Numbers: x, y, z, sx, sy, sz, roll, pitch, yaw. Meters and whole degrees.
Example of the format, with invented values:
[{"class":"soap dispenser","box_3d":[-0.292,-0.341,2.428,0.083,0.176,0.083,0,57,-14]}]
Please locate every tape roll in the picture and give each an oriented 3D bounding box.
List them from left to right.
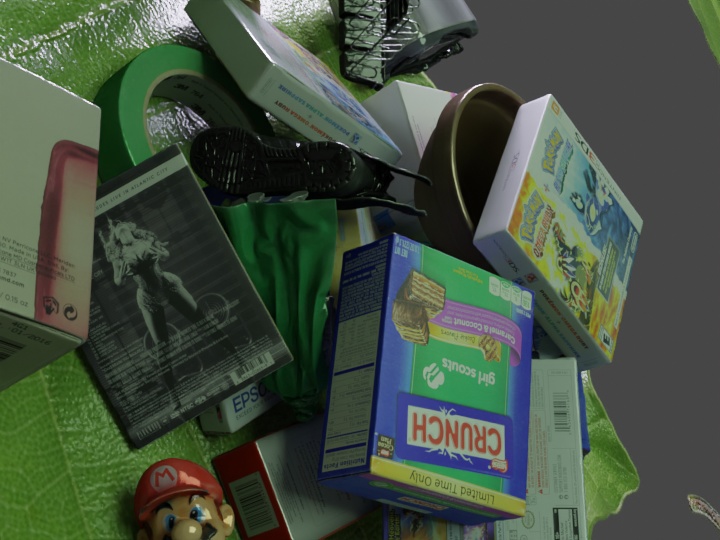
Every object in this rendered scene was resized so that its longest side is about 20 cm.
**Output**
[{"class":"tape roll","box_3d":[-0.157,-0.109,1.169,0.199,0.048,0.203,29,49,-38]}]

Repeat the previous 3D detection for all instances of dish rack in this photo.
[{"class":"dish rack","box_3d":[0.026,-0.289,1.290,0.054,0.200,0.156,2,77,-20]}]

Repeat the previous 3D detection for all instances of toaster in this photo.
[{"class":"toaster","box_3d":[0.053,-0.306,1.485,0.199,0.113,0.130,-28,89,-52]}]

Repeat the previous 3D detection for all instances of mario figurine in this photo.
[{"class":"mario figurine","box_3d":[-0.124,0.241,0.953,0.123,0.105,0.203,-8,77,-50]}]

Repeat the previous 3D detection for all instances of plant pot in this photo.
[{"class":"plant pot","box_3d":[0.116,-0.073,1.232,0.200,0.092,0.204,21,61,-45]}]

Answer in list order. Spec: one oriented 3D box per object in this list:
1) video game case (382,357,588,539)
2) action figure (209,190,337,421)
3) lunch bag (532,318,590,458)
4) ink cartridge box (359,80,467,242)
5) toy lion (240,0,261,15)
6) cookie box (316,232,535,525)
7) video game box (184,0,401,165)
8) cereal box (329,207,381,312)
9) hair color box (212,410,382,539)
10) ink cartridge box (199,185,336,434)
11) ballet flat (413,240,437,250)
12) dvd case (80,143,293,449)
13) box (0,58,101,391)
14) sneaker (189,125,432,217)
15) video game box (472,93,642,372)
[{"class":"video game case","box_3d":[0.108,0.180,1.122,0.046,0.178,0.203,92,-1,-68]},{"class":"action figure","box_3d":[-0.060,0.035,1.064,0.055,0.117,0.203,-41,128,-60]},{"class":"lunch bag","box_3d":[0.131,0.126,1.248,0.123,0.199,0.172,19,55,-43]},{"class":"ink cartridge box","box_3d":[0.073,-0.112,1.380,0.199,0.128,0.127,2,67,-50]},{"class":"toy lion","box_3d":[-0.116,-0.333,1.238,0.192,0.198,0.070,42,40,-54]},{"class":"cookie box","box_3d":[0.060,0.095,1.050,0.170,0.075,0.203,21,64,-33]},{"class":"video game box","box_3d":[-0.068,-0.186,1.230,0.181,0.047,0.200,28,18,-39]},{"class":"cereal box","box_3d":[0.000,0.000,1.217,0.200,0.039,0.146,63,17,-65]},{"class":"hair color box","box_3d":[-0.032,0.181,1.133,0.199,0.061,0.103,-14,81,-52]},{"class":"ink cartridge box","box_3d":[-0.090,0.016,1.126,0.196,0.043,0.203,-30,114,-52]},{"class":"ballet flat","box_3d":[0.091,0.003,1.385,0.199,0.067,0.074,-4,95,-61]},{"class":"dvd case","box_3d":[-0.166,0.021,1.021,0.202,0.147,0.016,61,-4,-3]},{"class":"box","box_3d":[-0.271,-0.032,0.919,0.108,0.127,0.203,24,52,-40]},{"class":"sneaker","box_3d":[-0.044,-0.083,1.101,0.104,0.197,0.061,16,83,-65]},{"class":"video game box","box_3d":[0.195,-0.038,1.202,0.182,0.046,0.201,46,44,-24]}]
